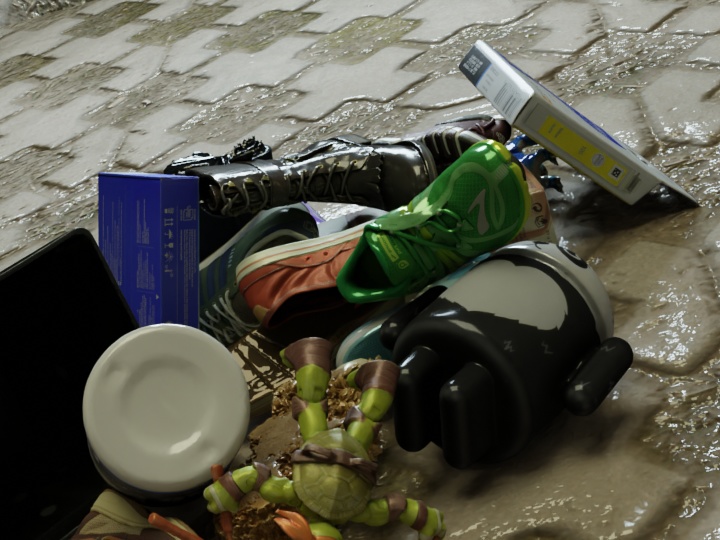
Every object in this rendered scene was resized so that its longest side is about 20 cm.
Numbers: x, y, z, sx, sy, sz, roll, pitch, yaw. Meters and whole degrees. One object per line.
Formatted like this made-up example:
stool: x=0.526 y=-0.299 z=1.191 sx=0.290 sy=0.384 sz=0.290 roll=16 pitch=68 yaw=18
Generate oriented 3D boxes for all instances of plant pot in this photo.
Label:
plant pot: x=-0.291 y=0.106 z=1.322 sx=0.177 sy=0.200 sz=0.199 roll=-11 pitch=19 yaw=47

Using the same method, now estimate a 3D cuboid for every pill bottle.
pill bottle: x=-0.141 y=0.110 z=1.192 sx=0.113 sy=0.114 sz=0.200 roll=-22 pitch=-9 yaw=-11

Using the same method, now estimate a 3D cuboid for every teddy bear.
teddy bear: x=-0.039 y=0.137 z=1.192 sx=0.145 sy=0.067 sz=0.200 roll=-28 pitch=20 yaw=17

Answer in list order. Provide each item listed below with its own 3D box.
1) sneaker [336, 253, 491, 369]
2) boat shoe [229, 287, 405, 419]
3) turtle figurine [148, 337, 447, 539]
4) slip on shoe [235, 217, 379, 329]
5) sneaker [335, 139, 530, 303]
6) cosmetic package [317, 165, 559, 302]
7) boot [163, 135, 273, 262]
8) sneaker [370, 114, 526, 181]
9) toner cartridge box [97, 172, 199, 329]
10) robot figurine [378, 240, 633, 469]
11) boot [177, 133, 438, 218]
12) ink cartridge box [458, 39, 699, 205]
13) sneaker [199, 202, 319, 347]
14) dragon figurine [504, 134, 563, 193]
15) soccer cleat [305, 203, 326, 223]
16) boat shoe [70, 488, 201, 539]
sneaker: x=0.056 y=0.041 z=1.357 sx=0.199 sy=0.080 sz=0.131 roll=-15 pitch=21 yaw=-20
boat shoe: x=-0.039 y=0.070 z=1.378 sx=0.200 sy=0.065 sz=0.072 roll=-37 pitch=48 yaw=-23
turtle figurine: x=-0.029 y=0.124 z=1.074 sx=0.199 sy=0.064 sz=0.162 roll=10 pitch=55 yaw=-6
slip on shoe: x=0.000 y=0.000 z=1.352 sx=0.199 sy=0.061 sz=0.074 roll=-15 pitch=-22 yaw=-6
sneaker: x=0.053 y=-0.024 z=1.231 sx=0.084 sy=0.074 sz=0.200 roll=-32 pitch=-7 yaw=-44
cosmetic package: x=0.068 y=-0.020 z=1.479 sx=0.199 sy=0.087 sz=0.103 roll=-19 pitch=22 yaw=-4
boot: x=-0.156 y=-0.019 z=1.538 sx=0.200 sy=0.169 sz=0.076 roll=-23 pitch=22 yaw=-12
sneaker: x=0.103 y=-0.106 z=1.446 sx=0.115 sy=0.076 sz=0.200 roll=-24 pitch=21 yaw=-29
toner cartridge box: x=-0.182 y=0.017 z=1.425 sx=0.043 sy=0.201 sz=0.095 roll=-5 pitch=9 yaw=-42
robot figurine: x=0.102 y=0.058 z=1.208 sx=0.200 sy=0.150 sz=0.125 roll=-38 pitch=-8 yaw=-42
boot: x=-0.046 y=-0.069 z=1.415 sx=0.174 sy=0.069 sz=0.200 roll=-12 pitch=15 yaw=-31
ink cartridge box: x=0.200 y=-0.128 z=1.567 sx=0.047 sy=0.200 sz=0.198 roll=-52 pitch=22 yaw=10
sneaker: x=-0.110 y=0.023 z=1.453 sx=0.200 sy=0.067 sz=0.090 roll=-46 pitch=23 yaw=2
dragon figurine: x=0.139 y=-0.098 z=1.650 sx=0.099 sy=0.059 sz=0.200 roll=-16 pitch=25 yaw=-5
soccer cleat: x=-0.078 y=-0.053 z=1.690 sx=0.068 sy=0.073 sz=0.200 roll=-24 pitch=22 yaw=-18
boat shoe: x=-0.147 y=0.207 z=1.129 sx=0.072 sy=0.072 sz=0.200 roll=-42 pitch=30 yaw=-21
